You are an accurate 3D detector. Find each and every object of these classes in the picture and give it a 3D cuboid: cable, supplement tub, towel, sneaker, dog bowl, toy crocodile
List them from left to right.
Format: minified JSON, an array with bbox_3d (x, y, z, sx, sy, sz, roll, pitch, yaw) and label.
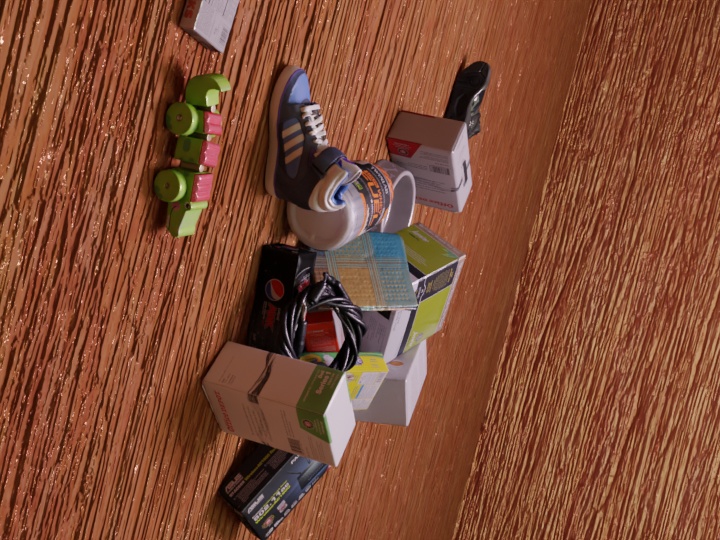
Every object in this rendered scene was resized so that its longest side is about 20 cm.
[{"bbox_3d":[-0.197,-0.137,0.983,0.067,0.061,0.202,-11,115,-67],"label":"toy crocodile"},{"bbox_3d":[-0.057,-0.185,1.190,0.080,0.145,0.202,-25,127,-64],"label":"sneaker"},{"bbox_3d":[-0.056,0.111,1.291,0.164,0.050,0.201,-58,142,-29],"label":"cable"},{"bbox_3d":[-0.026,-0.114,1.354,0.200,0.122,0.124,-36,137,-60],"label":"supplement tub"},{"bbox_3d":[0.000,0.000,1.409,0.199,0.022,0.148,1,68,-32],"label":"towel"},{"bbox_3d":[0.053,-0.119,1.644,0.200,0.058,0.202,15,90,-70],"label":"dog bowl"},{"bbox_3d":[0.260,-0.397,1.966,0.201,0.076,0.114,-70,161,-3],"label":"sneaker"}]

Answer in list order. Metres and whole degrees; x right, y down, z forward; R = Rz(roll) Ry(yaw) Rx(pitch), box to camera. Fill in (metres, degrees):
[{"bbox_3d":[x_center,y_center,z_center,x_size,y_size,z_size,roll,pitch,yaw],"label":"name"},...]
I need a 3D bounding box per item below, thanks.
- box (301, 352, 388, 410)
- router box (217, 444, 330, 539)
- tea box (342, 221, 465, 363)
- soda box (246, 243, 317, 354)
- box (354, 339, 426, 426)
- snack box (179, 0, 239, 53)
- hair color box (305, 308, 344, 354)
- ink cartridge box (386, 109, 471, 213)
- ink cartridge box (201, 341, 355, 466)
[{"bbox_3d":[-0.064,0.194,1.415,0.198,0.049,0.118,1,134,-29],"label":"box"},{"bbox_3d":[-0.136,0.348,1.402,0.200,0.062,0.150,-46,148,-21],"label":"router box"},{"bbox_3d":[0.078,0.044,1.603,0.196,0.133,0.201,-24,141,-40],"label":"tea box"},{"bbox_3d":[-0.126,0.062,1.289,0.063,0.070,0.202,-12,115,-66],"label":"soda box"},{"bbox_3d":[0.042,0.208,1.654,0.200,0.151,0.107,-57,148,-60],"label":"box"},{"bbox_3d":[-0.159,-0.368,0.973,0.072,0.024,0.202,23,82,-68],"label":"snack box"},{"bbox_3d":[-0.064,0.116,1.451,0.201,0.061,0.102,79,4,-48],"label":"hair color box"},{"bbox_3d":[0.146,-0.222,1.690,0.201,0.143,0.084,73,38,-55],"label":"ink cartridge box"},{"bbox_3d":[-0.119,0.199,1.226,0.147,0.198,0.085,83,27,-47],"label":"ink cartridge box"}]
